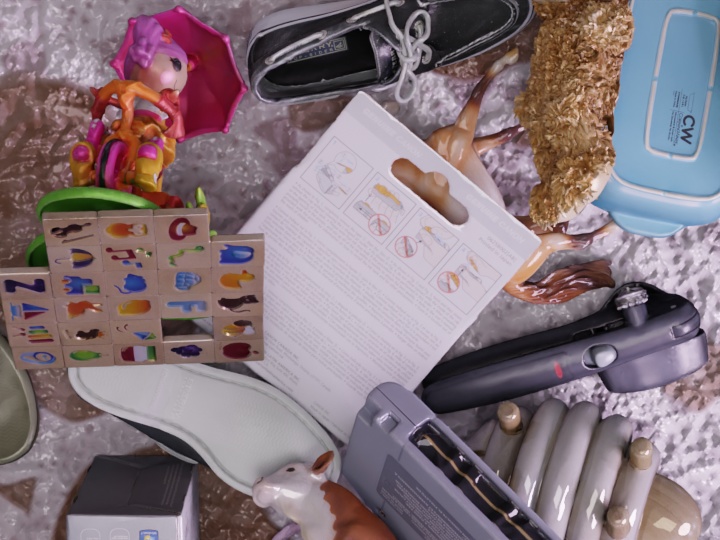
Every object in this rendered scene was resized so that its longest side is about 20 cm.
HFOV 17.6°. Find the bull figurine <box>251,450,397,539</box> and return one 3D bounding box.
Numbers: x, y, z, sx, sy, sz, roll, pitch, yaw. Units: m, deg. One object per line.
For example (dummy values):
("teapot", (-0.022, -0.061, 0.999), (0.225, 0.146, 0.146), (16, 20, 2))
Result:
("bull figurine", (0.003, 0.213, 1.528), (0.065, 0.122, 0.200), (-33, 112, 29))

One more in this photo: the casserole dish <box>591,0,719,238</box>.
("casserole dish", (0.209, -0.122, 1.539), (0.121, 0.039, 0.201), (10, 89, -7))

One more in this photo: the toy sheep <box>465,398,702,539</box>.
("toy sheep", (0.132, 0.146, 1.557), (0.199, 0.138, 0.138), (19, 100, 13))

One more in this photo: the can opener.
("can opener", (0.137, 0.060, 1.576), (0.199, 0.063, 0.079), (-14, 100, 2))

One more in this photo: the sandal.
("sandal", (-0.285, 0.044, 1.578), (0.080, 0.057, 0.201), (-23, 99, 4))

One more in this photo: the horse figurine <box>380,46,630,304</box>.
("horse figurine", (0.093, -0.051, 1.565), (0.132, 0.050, 0.200), (-36, 95, -2))

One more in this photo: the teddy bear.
("teddy bear", (0.132, -0.124, 1.478), (0.067, 0.145, 0.201), (8, 94, -4))

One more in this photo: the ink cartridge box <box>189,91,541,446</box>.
("ink cartridge box", (0.000, 0.000, 1.562), (0.162, 0.057, 0.200), (39, 103, -5))

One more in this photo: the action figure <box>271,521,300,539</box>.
("action figure", (-0.019, 0.295, 1.616), (0.134, 0.149, 0.200), (-30, 120, 33))

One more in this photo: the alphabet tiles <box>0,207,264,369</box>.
("alphabet tiles", (-0.144, 0.013, 1.465), (0.167, 0.200, 0.008), (-2, 61, -3))

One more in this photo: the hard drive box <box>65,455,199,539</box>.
("hard drive box", (-0.149, 0.239, 1.562), (0.077, 0.156, 0.201), (0, 99, 1))

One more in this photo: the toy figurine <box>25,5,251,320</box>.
("toy figurine", (-0.137, -0.089, 1.496), (0.150, 0.200, 0.185), (0, 68, 14))

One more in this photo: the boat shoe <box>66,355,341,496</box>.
("boat shoe", (-0.105, 0.096, 1.586), (0.200, 0.060, 0.076), (31, 86, -2))

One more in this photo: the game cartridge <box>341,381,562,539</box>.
("game cartridge", (0.070, 0.171, 1.509), (0.040, 0.133, 0.200), (-38, 73, -27))

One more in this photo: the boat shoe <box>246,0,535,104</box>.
("boat shoe", (0.021, -0.152, 1.528), (0.199, 0.068, 0.074), (-9, 124, 2))
